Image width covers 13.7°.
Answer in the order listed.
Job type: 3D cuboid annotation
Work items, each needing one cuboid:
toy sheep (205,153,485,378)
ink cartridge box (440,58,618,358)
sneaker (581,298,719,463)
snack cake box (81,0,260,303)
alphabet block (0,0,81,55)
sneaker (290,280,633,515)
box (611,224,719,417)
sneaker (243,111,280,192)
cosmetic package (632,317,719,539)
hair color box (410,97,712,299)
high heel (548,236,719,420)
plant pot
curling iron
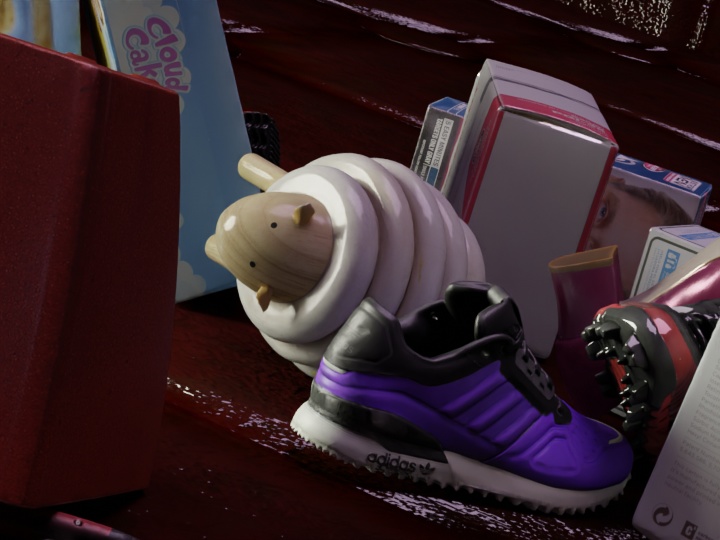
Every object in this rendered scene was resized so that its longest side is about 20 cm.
[{"bbox_3d":[0.000,0.000,1.634,0.199,0.139,0.138,14,11,-43],"label":"toy sheep"},{"bbox_3d":[0.099,-0.044,1.910,0.082,0.147,0.200,17,12,-3],"label":"ink cartridge box"},{"bbox_3d":[0.173,0.047,1.583,0.097,0.071,0.200,-24,-15,3],"label":"sneaker"},{"bbox_3d":[-0.109,-0.096,1.726,0.067,0.201,0.115,-15,18,-7],"label":"snack cake box"},{"bbox_3d":[-0.271,-0.168,1.761,0.194,0.198,0.200,-3,16,-14],"label":"alphabet block"},{"bbox_3d":[0.068,0.059,1.506,0.199,0.100,0.069,12,12,-34],"label":"sneaker"},{"bbox_3d":[0.247,0.059,1.721,0.199,0.117,0.060,24,14,30],"label":"box"},{"bbox_3d":[-0.150,-0.081,1.976,0.093,0.071,0.199,3,1,44],"label":"sneaker"},{"bbox_3d":[0.219,0.052,1.498,0.074,0.201,0.101,29,17,24],"label":"cosmetic package"},{"bbox_3d":[0.130,-0.040,2.049,0.199,0.101,0.061,19,13,11],"label":"hair color box"},{"bbox_3d":[0.205,0.028,1.678,0.199,0.097,0.067,-9,12,12],"label":"high heel"},{"bbox_3d":[-0.177,-0.018,1.274,0.199,0.177,0.200,19,3,10],"label":"plant pot"},{"bbox_3d":[-0.178,0.092,1.209,0.199,0.026,0.050,19,9,10],"label":"curling iron"}]
